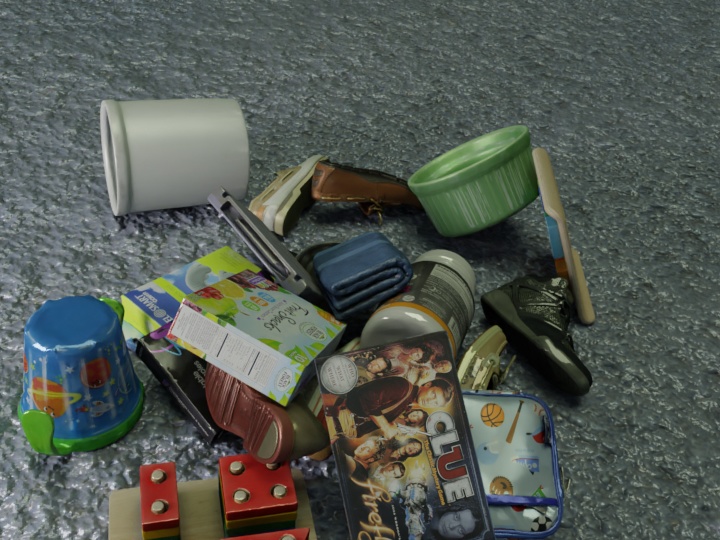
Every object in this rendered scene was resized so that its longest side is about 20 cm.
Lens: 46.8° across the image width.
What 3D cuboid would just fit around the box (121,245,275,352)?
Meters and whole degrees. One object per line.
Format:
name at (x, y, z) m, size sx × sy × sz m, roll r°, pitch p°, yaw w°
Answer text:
box at (-0.211, 0.046, 1.078) m, size 0.121 × 0.048 × 0.199 m, roll 31°, pitch 42°, yaw 29°

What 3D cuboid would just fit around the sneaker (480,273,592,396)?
sneaker at (0.252, 0.071, 1.075) m, size 0.113 × 0.077 × 0.200 m, roll -30°, pitch 41°, yaw -8°

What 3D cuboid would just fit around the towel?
towel at (0.000, 0.000, 1.057) m, size 0.111 × 0.049 × 0.200 m, roll -23°, pitch 14°, yaw -4°

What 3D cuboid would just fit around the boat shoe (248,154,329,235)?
boat shoe at (-0.109, -0.131, 1.312) m, size 0.068 × 0.075 × 0.200 m, roll 19°, pitch 37°, yaw 12°

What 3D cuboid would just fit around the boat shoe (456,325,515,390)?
boat shoe at (0.132, 0.147, 0.984) m, size 0.062 × 0.074 × 0.200 m, roll 29°, pitch 53°, yaw 15°

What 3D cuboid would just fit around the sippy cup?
sippy cup at (-0.310, 0.104, 0.913) m, size 0.138 × 0.131 × 0.178 m, roll -12°, pitch 39°, yaw -25°

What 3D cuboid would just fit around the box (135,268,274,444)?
box at (-0.145, 0.096, 0.992) m, size 0.143 × 0.036 × 0.199 m, roll 47°, pitch 47°, yaw 14°

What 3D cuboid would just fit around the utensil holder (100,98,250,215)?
utensil holder at (-0.284, -0.177, 1.272) m, size 0.198 × 0.171 × 0.170 m, roll -7°, pitch 38°, yaw -22°

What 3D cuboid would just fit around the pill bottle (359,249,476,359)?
pill bottle at (0.080, 0.057, 1.044) m, size 0.115 × 0.118 × 0.200 m, roll 15°, pitch 30°, yaw 12°

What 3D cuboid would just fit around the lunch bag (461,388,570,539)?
lunch bag at (0.113, 0.207, 0.857) m, size 0.197 × 0.076 × 0.162 m, roll 3°, pitch 63°, yaw -2°

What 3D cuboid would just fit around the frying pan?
frying pan at (-0.072, -0.002, 1.178) m, size 0.187 × 0.031 × 0.116 m, roll -1°, pitch 38°, yaw -5°

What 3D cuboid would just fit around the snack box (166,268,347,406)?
snack box at (-0.103, 0.065, 0.901) m, size 0.141 × 0.053 × 0.200 m, roll 30°, pitch 13°, yaw 5°

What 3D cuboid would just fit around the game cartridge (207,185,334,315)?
game cartridge at (-0.113, -0.017, 1.095) m, size 0.038 × 0.130 × 0.200 m, roll -42°, pitch 63°, yaw -2°

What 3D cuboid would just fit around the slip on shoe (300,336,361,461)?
slip on shoe at (-0.031, 0.146, 0.966) m, size 0.061 × 0.074 × 0.200 m, roll 44°, pitch 31°, yaw -8°

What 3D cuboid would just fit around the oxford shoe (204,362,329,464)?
oxford shoe at (-0.104, 0.141, 0.876) m, size 0.074 × 0.071 × 0.200 m, roll 9°, pitch 19°, yaw -37°

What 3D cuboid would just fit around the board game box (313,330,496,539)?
board game box at (0.040, 0.170, 0.797) m, size 0.134 × 0.035 × 0.202 m, roll -12°, pitch 81°, yaw -6°

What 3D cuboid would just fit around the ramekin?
ramekin at (0.181, -0.134, 1.274) m, size 0.198 × 0.098 × 0.200 m, roll -25°, pitch 14°, yaw 7°

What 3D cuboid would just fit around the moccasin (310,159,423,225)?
moccasin at (0.016, -0.118, 1.316) m, size 0.200 × 0.079 × 0.074 m, roll 6°, pitch 15°, yaw -33°

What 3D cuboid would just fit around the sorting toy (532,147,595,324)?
sorting toy at (0.282, -0.049, 1.183) m, size 0.036 × 0.201 × 0.186 m, roll -16°, pitch 33°, yaw 15°

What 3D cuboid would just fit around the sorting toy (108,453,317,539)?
sorting toy at (-0.134, 0.262, 0.778) m, size 0.197 × 0.070 × 0.200 m, roll -3°, pitch 37°, yaw -14°
